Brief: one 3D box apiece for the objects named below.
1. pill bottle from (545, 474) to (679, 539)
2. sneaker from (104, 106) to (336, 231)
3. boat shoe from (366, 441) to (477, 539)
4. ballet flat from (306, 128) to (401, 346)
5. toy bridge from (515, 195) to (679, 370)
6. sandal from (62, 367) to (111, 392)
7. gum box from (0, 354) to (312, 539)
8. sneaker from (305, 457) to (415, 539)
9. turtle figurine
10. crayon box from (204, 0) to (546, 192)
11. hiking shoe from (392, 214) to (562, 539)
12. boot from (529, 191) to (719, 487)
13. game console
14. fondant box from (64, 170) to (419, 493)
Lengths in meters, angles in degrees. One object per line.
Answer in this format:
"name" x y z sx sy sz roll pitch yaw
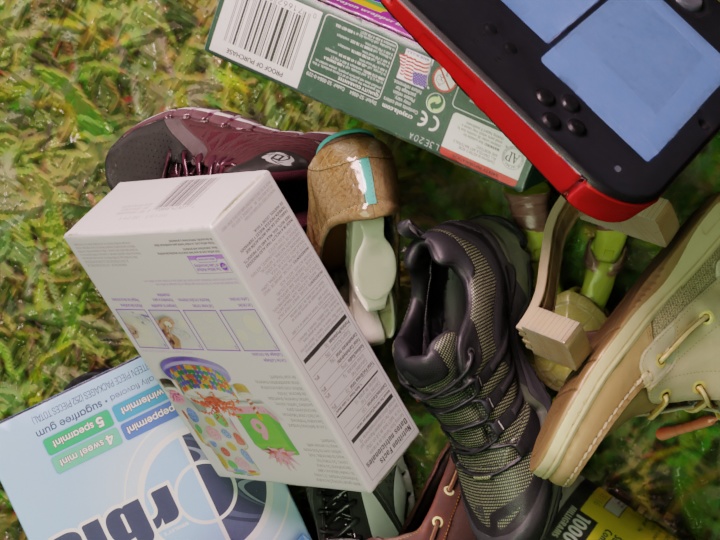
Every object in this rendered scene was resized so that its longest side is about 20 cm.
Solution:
"pill bottle" 0.175 0.218 1.100 0.199 0.112 0.113 32 113 13
"sneaker" -0.093 -0.058 1.151 0.199 0.115 0.076 2 104 23
"boat shoe" 0.027 0.188 1.120 0.070 0.200 0.070 46 143 -9
"ballet flat" 0.000 0.000 1.094 0.200 0.067 0.073 96 159 -56
"toy bridge" 0.147 -0.036 1.035 0.067 0.200 0.027 20 154 40
"sandal" -0.154 0.166 1.270 0.075 0.048 0.201 -31 89 27
"gum box" -0.134 0.160 1.217 0.169 0.045 0.201 -26 92 -7
"sneaker" -0.001 0.180 1.182 0.066 0.090 0.201 -13 97 25
"turtle figurine" 0.119 0.030 1.106 0.199 0.064 0.162 2 103 24
"crayon box" 0.039 -0.118 1.045 0.199 0.172 0.059 26 108 17
"hiking shoe" 0.056 0.069 1.051 0.075 0.100 0.201 -16 80 44
"boot" 0.202 0.074 1.028 0.155 0.073 0.200 40 70 1
"game console" 0.116 -0.127 0.952 0.177 0.200 0.031 48 134 1
"fondant box" -0.071 0.039 1.103 0.144 0.058 0.201 -1 126 46
